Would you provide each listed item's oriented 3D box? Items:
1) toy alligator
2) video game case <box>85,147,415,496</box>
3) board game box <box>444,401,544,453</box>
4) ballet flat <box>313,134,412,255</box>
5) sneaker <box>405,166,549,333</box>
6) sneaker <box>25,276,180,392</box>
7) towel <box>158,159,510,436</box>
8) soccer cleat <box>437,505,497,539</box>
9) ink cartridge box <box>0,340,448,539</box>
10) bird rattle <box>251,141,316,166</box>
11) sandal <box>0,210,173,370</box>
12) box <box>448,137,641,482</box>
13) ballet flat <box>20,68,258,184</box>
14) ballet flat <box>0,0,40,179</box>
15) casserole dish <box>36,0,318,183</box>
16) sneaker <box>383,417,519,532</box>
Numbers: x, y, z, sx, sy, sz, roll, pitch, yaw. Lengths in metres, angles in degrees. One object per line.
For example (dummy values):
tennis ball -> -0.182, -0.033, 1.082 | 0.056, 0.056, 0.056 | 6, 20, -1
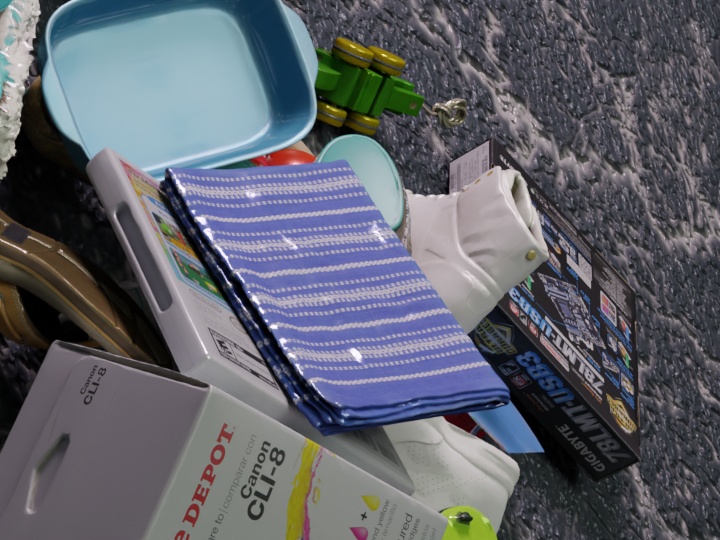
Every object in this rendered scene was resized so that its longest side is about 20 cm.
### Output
toy alligator -> 0.004, -0.136, 1.852 | 0.054, 0.059, 0.200 | 32, 13, 33
video game case -> -0.063, 0.034, 1.442 | 0.200, 0.024, 0.182 | 36, 18, -45
board game box -> 0.052, 0.077, 1.741 | 0.158, 0.039, 0.200 | 50, 8, 12
ballet flat -> 0.000, 0.000, 1.546 | 0.072, 0.072, 0.200 | 40, 25, -34
sneaker -> 0.064, -0.031, 1.730 | 0.074, 0.116, 0.200 | 47, 4, -35
sneaker -> -0.136, 0.033, 1.485 | 0.080, 0.070, 0.200 | 33, 30, -8
towel -> -0.013, 0.009, 1.435 | 0.145, 0.024, 0.200 | -6, 50, -41
soccer cleat -> 0.017, 0.214, 1.536 | 0.068, 0.081, 0.200 | 53, 46, -11
ink cartridge box -> -0.086, 0.149, 1.344 | 0.200, 0.145, 0.145 | 32, 76, -40
bird rattle -> -0.064, -0.048, 1.668 | 0.200, 0.113, 0.163 | 52, 17, 7
sandal -> -0.191, 0.008, 1.402 | 0.200, 0.054, 0.080 | 32, 11, 0
box -> 0.140, 0.028, 1.918 | 0.200, 0.050, 0.199 | 45, 30, -29
ballet flat -> -0.125, -0.061, 1.558 | 0.200, 0.071, 0.071 | 32, 40, -23
ballet flat -> -0.223, -0.122, 1.482 | 0.072, 0.072, 0.200 | 42, 29, -31
casserole dish -> -0.114, -0.114, 1.517 | 0.200, 0.039, 0.121 | -18, 86, -38
sneaker -> 0.020, 0.128, 1.587 | 0.200, 0.075, 0.089 | 31, 68, -33
